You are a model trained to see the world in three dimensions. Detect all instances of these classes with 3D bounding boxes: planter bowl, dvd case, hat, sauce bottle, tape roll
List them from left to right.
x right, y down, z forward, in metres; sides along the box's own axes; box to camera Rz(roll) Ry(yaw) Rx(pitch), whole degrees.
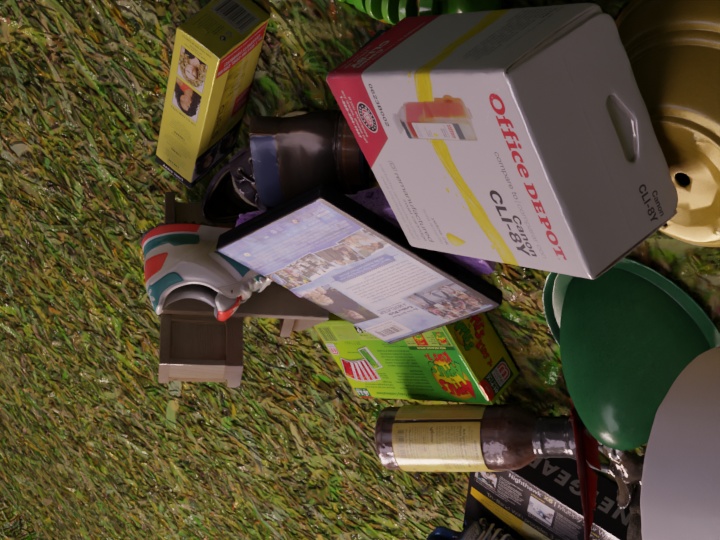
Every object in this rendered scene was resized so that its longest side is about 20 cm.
[{"bbox_3d":[0.000,0.000,1.003,0.200,0.018,0.142,30,146,-31],"label":"dvd case"},{"bbox_3d":[0.114,0.156,1.124,0.199,0.065,0.065,-3,128,26],"label":"sauce bottle"},{"bbox_3d":[0.180,0.114,0.935,0.200,0.176,0.166,46,149,-1],"label":"hat"},{"bbox_3d":[0.219,-0.077,0.760,0.200,0.083,0.201,30,145,24],"label":"planter bowl"},{"bbox_3d":[0.282,0.153,0.840,0.071,0.202,0.203,-1,126,50],"label":"tape roll"}]

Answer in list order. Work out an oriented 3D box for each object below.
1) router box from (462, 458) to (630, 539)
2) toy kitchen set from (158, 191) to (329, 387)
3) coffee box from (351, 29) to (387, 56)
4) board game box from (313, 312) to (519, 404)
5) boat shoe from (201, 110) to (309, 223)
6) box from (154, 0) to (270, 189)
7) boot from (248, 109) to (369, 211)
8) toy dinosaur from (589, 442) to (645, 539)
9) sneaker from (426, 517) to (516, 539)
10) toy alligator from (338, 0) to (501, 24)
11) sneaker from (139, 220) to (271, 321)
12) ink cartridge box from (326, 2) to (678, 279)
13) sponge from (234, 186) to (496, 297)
[{"bbox_3d":[0.198,0.251,1.192,0.200,0.052,0.158,31,145,24],"label":"router box"},{"bbox_3d":[-0.126,0.051,1.260,0.163,0.201,0.181,2,146,-9],"label":"toy kitchen set"},{"bbox_3d":[0.091,-0.110,0.912,0.200,0.044,0.123,18,139,38],"label":"coffee box"},{"bbox_3d":[0.048,0.073,1.171,0.200,0.048,0.102,-4,124,52],"label":"board game box"},{"bbox_3d":[-0.090,-0.086,1.134,0.072,0.065,0.200,53,148,-9],"label":"boat shoe"},{"bbox_3d":[-0.137,-0.161,1.099,0.050,0.075,0.200,38,147,8],"label":"box"},{"bbox_3d":[-0.041,-0.072,1.047,0.097,0.075,0.200,5,145,3],"label":"boot"},{"bbox_3d":[0.266,0.232,1.050,0.102,0.077,0.201,-3,104,51],"label":"toy dinosaur"},{"bbox_3d":[0.128,0.291,1.202,0.200,0.077,0.085,-16,110,56],"label":"sneaker"},{"bbox_3d":[0.009,-0.209,0.885,0.200,0.054,0.059,24,143,31],"label":"toy alligator"},{"bbox_3d":[-0.108,0.005,1.149,0.199,0.094,0.070,-1,154,-9],"label":"sneaker"},{"bbox_3d":[0.085,-0.084,0.774,0.200,0.083,0.145,13,135,58],"label":"ink cartridge box"},{"bbox_3d":[0.003,-0.023,1.010,0.199,0.030,0.112,-8,147,32],"label":"sponge"}]
